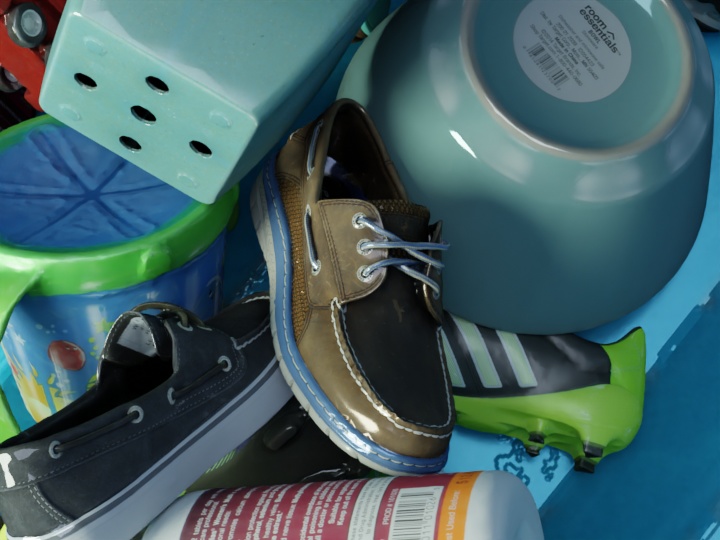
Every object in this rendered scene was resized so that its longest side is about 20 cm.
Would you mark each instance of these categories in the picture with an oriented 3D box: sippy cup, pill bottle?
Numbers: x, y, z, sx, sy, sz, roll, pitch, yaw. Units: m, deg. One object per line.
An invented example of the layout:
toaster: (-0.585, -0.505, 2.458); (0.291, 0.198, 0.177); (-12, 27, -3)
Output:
sippy cup: (-0.122, 0.010, 0.848); (0.176, 0.132, 0.140); (-18, 37, -21)
pill bottle: (-0.027, 0.142, 0.721); (0.198, 0.109, 0.111); (-6, 78, 17)

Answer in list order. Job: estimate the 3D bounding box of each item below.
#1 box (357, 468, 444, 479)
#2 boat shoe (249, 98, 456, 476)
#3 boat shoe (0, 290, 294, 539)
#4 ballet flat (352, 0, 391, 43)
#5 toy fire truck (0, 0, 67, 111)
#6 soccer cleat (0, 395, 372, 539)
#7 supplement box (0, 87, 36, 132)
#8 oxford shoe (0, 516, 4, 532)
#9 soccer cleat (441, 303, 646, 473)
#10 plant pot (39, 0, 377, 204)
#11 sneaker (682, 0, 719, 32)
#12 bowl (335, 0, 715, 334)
box: (-0.053, 0.161, 0.815); (0.198, 0.036, 0.145); (-14, 48, 13)
boat shoe: (0.000, 0.000, 0.782); (0.072, 0.073, 0.201); (9, 39, -33)
boat shoe: (-0.088, 0.049, 0.754); (0.069, 0.200, 0.067); (-7, 113, 39)
ballet flat: (-0.003, -0.219, 0.941); (0.072, 0.068, 0.202); (12, 83, 21)
toy fire truck: (-0.144, -0.158, 0.853); (0.048, 0.200, 0.142); (-4, 53, 40)
soccer cleat: (-0.073, 0.096, 0.826); (0.198, 0.084, 0.065); (-24, 106, 6)
supplement box: (-0.206, -0.099, 0.894); (0.060, 0.109, 0.203); (4, 78, 8)
oxford shoe: (-0.194, 0.215, 0.861); (0.071, 0.071, 0.203); (4, 90, -40)
soccer cleat: (0.047, 0.038, 0.886); (0.198, 0.068, 0.082); (16, 69, -1)
plant pot: (-0.054, -0.145, 0.786); (0.140, 0.141, 0.201); (30, 62, -6)
sneaker: (0.134, -0.199, 0.896); (0.199, 0.080, 0.084); (32, 63, -32)
bowl: (0.091, -0.081, 0.856); (0.198, 0.105, 0.203); (4, 67, -9)
